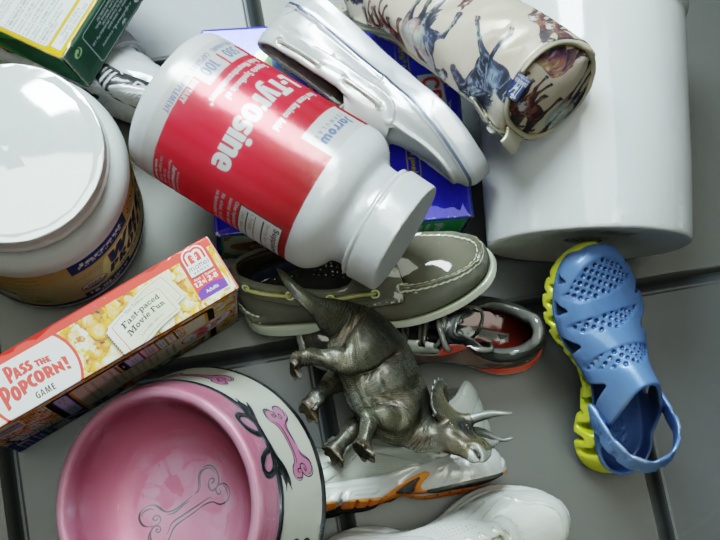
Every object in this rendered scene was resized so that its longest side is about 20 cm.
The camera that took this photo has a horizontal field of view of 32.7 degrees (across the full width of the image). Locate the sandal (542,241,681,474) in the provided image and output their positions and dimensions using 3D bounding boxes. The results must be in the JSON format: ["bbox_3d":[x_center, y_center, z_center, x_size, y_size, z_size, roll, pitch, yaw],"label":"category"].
[{"bbox_3d":[0.197,0.073,0.923,0.079,0.087,0.200,-23,109,-13],"label":"sandal"}]

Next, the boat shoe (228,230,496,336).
[{"bbox_3d":[0.000,0.002,0.926,0.202,0.060,0.072,-10,49,12],"label":"boat shoe"}]

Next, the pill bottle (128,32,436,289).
[{"bbox_3d":[-0.053,-0.073,0.867,0.200,0.112,0.112,31,78,8],"label":"pill bottle"}]

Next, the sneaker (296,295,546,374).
[{"bbox_3d":[0.051,0.041,0.953,0.200,0.082,0.077,-1,79,-6],"label":"sneaker"}]

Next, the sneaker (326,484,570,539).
[{"bbox_3d":[0.068,0.219,0.907,0.200,0.099,0.078,-17,95,-6],"label":"sneaker"}]

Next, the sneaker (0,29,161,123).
[{"bbox_3d":[-0.203,-0.190,0.967,0.200,0.075,0.115,18,77,13],"label":"sneaker"}]

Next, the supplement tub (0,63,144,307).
[{"bbox_3d":[-0.235,-0.057,0.886,0.144,0.200,0.144,1,79,-5],"label":"supplement tub"}]

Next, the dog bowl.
[{"bbox_3d":[-0.129,0.167,0.875,0.200,0.074,0.200,-3,82,21],"label":"dog bowl"}]

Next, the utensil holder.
[{"bbox_3d":[0.173,-0.116,0.956,0.170,0.170,0.200,0,82,-5],"label":"utensil holder"}]

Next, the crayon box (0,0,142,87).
[{"bbox_3d":[-0.259,-0.235,0.931,0.200,0.052,0.126,26,79,19],"label":"crayon box"}]

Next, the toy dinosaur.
[{"bbox_3d":[0.007,0.078,0.892,0.102,0.077,0.200,-36,82,-30],"label":"toy dinosaur"}]

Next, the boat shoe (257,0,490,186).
[{"bbox_3d":[0.007,-0.123,0.917,0.200,0.074,0.065,43,83,13],"label":"boat shoe"}]

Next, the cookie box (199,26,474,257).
[{"bbox_3d":[-0.021,-0.106,0.979,0.200,0.075,0.171,-4,79,-6],"label":"cookie box"}]

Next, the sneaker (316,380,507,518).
[{"bbox_3d":[0.007,0.135,0.943,0.200,0.076,0.092,-7,72,-14],"label":"sneaker"}]

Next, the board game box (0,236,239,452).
[{"bbox_3d":[-0.184,0.059,0.893,0.200,0.152,0.046,-31,83,-11],"label":"board game box"}]

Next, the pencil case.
[{"bbox_3d":[0.070,-0.170,0.887,0.089,0.078,0.200,-44,55,-5],"label":"pencil case"}]
